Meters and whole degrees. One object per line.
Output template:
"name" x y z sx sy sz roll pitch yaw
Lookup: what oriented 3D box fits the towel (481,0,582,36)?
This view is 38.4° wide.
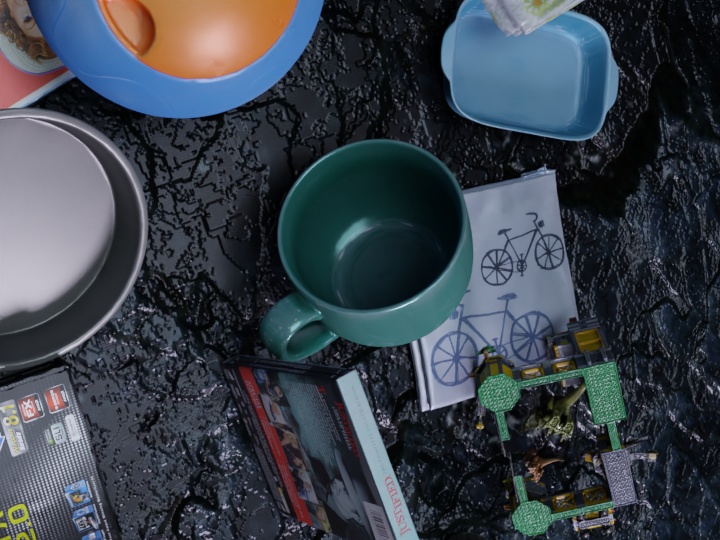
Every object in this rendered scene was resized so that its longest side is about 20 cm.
"towel" 0.151 -0.328 0.942 0.171 0.048 0.201 -34 95 -29

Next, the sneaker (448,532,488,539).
"sneaker" 0.112 0.348 0.950 0.088 0.077 0.202 21 75 -41

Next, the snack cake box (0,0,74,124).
"snack cake box" -0.244 -0.192 0.769 0.200 0.067 0.116 -38 108 -19

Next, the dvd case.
"dvd case" -0.037 0.139 0.804 0.022 0.199 0.147 -26 101 -28

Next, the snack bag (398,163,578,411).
"snack bag" 0.120 0.014 0.974 0.187 0.021 0.202 -14 98 -25

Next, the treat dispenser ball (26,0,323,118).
"treat dispenser ball" -0.120 -0.202 0.680 0.199 0.201 0.203 -1 92 -25

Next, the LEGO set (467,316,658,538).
"LEGO set" 0.182 0.136 0.966 0.153 0.116 0.201 -21 108 10

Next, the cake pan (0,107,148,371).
"cake pan" -0.253 -0.024 0.748 0.199 0.037 0.202 -18 123 -30

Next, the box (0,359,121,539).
"box" -0.272 0.188 0.779 0.159 0.044 0.202 -18 99 -24

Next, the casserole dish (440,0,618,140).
"casserole dish" 0.154 -0.188 0.975 0.198 0.039 0.122 5 89 -25

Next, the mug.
"mug" 0.003 -0.011 0.856 0.183 0.115 0.153 -15 66 5
